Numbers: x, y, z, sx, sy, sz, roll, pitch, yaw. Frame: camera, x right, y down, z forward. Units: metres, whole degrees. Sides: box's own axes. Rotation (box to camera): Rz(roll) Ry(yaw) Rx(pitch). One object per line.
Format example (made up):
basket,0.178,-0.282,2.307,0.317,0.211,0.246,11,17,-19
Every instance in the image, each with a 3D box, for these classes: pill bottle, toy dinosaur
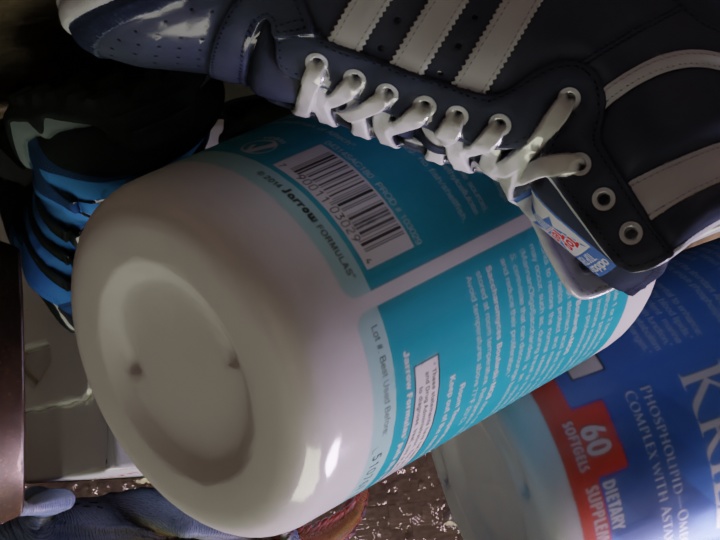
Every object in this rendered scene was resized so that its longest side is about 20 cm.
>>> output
pill bottle,0.133,0.045,0.749,0.200,0.112,0.112,-20,179,-16
toy dinosaur,-0.120,0.130,0.879,0.181,0.105,0.200,16,-167,19
pill bottle,0.018,-0.005,0.639,0.200,0.111,0.111,-25,-172,-38

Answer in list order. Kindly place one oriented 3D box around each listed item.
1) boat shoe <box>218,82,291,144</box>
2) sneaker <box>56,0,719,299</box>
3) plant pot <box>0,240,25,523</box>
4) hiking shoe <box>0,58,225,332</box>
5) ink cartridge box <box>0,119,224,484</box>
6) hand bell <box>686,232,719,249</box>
boat shoe,0.047,-0.052,0.760,0.201,0.063,0.074,-8,172,9
sneaker,0.022,-0.044,0.548,0.200,0.109,0.070,-5,174,-5
plant pot,-0.214,0.038,0.688,0.200,0.187,0.187,-1,174,-11
hiking shoe,-0.078,-0.025,0.695,0.074,0.087,0.200,-22,-178,-16
ink cartridge box,-0.049,0.015,0.898,0.200,0.145,0.145,-3,174,-28
hand bell,0.088,-0.013,0.798,0.104,0.104,0.200,-10,-177,41
